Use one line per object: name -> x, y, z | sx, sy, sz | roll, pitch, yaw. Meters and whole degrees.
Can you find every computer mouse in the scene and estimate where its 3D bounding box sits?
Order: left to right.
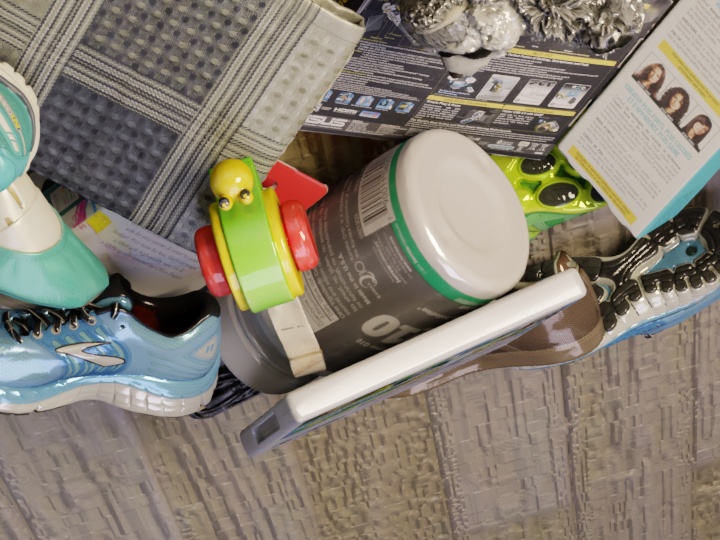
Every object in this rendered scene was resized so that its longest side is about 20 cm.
computer mouse -> -0.047, 0.058, 1.601 | 0.200, 0.034, 0.059 | -36, 144, 28

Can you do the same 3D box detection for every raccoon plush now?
raccoon plush -> 0.089, -0.202, 1.257 | 0.134, 0.097, 0.201 | 6, 97, -21

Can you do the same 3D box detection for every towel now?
towel -> -0.119, -0.117, 1.291 | 0.192, 0.035, 0.200 | 27, 125, -15

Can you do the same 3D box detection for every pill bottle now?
pill bottle -> 0.000, 0.000, 1.448 | 0.113, 0.113, 0.200 | 18, 145, -41

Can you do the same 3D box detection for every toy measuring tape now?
toy measuring tape -> -0.051, 0.014, 1.334 | 0.073, 0.074, 0.200 | -17, 135, 2

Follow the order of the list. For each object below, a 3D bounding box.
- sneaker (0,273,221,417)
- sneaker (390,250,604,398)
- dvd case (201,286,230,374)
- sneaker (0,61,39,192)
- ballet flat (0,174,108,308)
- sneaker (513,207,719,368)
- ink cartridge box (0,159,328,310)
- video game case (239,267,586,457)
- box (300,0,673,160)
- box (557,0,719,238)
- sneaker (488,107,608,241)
sneaker -> -0.178, 0.033, 1.412 | 0.199, 0.078, 0.090 | 2, 126, -27
sneaker -> 0.068, 0.033, 1.593 | 0.199, 0.070, 0.076 | -12, 113, 13
dvd case -> -0.085, 0.026, 1.590 | 0.200, 0.025, 0.150 | -29, 146, 20
sneaker -> -0.265, -0.107, 1.235 | 0.200, 0.080, 0.078 | 26, 127, -17
ballet flat -> -0.235, -0.040, 1.336 | 0.199, 0.067, 0.070 | 23, 130, -7
sneaker -> 0.188, 0.030, 1.656 | 0.199, 0.079, 0.090 | -20, 152, 9
ink cartridge box -> -0.132, -0.040, 1.429 | 0.200, 0.067, 0.116 | -34, 142, 26
video game case -> 0.029, 0.060, 1.438 | 0.199, 0.022, 0.182 | -23, 174, -15
box -> 0.065, -0.140, 1.385 | 0.199, 0.049, 0.161 | 5, 143, -30
box -> 0.210, -0.114, 1.404 | 0.049, 0.082, 0.200 | -27, 163, -45
sneaker -> 0.102, -0.051, 1.533 | 0.199, 0.074, 0.084 | -24, 175, 4
